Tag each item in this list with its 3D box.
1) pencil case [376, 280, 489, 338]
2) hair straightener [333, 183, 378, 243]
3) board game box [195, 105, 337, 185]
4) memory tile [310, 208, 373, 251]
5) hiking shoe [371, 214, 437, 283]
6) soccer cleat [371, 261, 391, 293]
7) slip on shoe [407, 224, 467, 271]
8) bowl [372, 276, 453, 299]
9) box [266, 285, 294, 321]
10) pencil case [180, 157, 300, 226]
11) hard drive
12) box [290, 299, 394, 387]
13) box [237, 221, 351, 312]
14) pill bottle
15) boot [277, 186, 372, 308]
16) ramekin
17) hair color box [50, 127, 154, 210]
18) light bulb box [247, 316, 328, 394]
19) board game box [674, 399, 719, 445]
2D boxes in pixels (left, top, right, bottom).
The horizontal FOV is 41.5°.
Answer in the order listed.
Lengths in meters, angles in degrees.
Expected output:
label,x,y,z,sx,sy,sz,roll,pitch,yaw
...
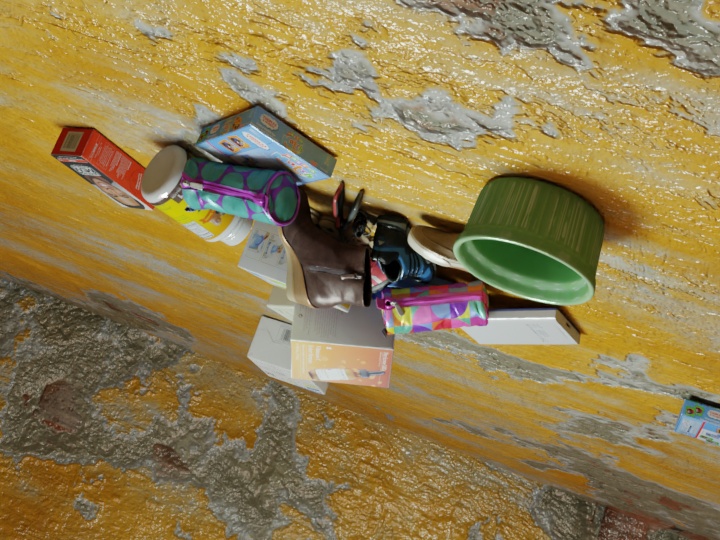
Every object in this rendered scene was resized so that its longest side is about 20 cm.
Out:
label,x,y,z,sx,sy,sz,roll,pitch,yaw
pencil case,0.127,0.065,1.660,0.195,0.090,0.089,-6,161,2
hair straightener,-0.010,-0.080,1.570,0.075,0.042,0.201,21,159,4
board game box,-0.146,-0.180,1.447,0.150,0.037,0.199,32,163,-28
memory tile,-0.034,-0.056,1.729,0.196,0.017,0.153,22,164,-1
hiking shoe,0.066,-0.016,1.595,0.073,0.088,0.200,11,160,33
soccer cleat,0.000,0.000,1.728,0.198,0.068,0.074,-12,111,49
slip on shoe,0.169,-0.034,1.464,0.197,0.076,0.062,26,126,16
bowl,0.116,0.051,1.799,0.196,0.040,0.201,15,162,5
box,-0.080,0.054,1.971,0.127,0.111,0.198,32,161,-34
pencil case,-0.189,-0.122,1.467,0.197,0.087,0.092,11,-169,34
hard drive,0.283,0.102,1.721,0.196,0.026,0.132,-2,155,33
box,-0.033,0.136,1.831,0.195,0.108,0.154,5,145,1
box,-0.102,-0.013,1.696,0.197,0.103,0.112,18,172,35
pill bottle,-0.281,-0.125,1.671,0.108,0.111,0.199,5,157,45
boot,-0.052,-0.040,1.550,0.163,0.205,0.072,0,-175,34
ramekin,0.232,-0.041,1.278,0.196,0.099,0.200,20,164,6
hair color box,-0.478,-0.191,1.808,0.100,0.062,0.200,8,159,37
light bulb box,-0.187,0.241,2.676,0.194,0.127,0.200,16,164,18
board game box,0.716,0.312,1.836,0.196,0.037,0.152,18,163,19
